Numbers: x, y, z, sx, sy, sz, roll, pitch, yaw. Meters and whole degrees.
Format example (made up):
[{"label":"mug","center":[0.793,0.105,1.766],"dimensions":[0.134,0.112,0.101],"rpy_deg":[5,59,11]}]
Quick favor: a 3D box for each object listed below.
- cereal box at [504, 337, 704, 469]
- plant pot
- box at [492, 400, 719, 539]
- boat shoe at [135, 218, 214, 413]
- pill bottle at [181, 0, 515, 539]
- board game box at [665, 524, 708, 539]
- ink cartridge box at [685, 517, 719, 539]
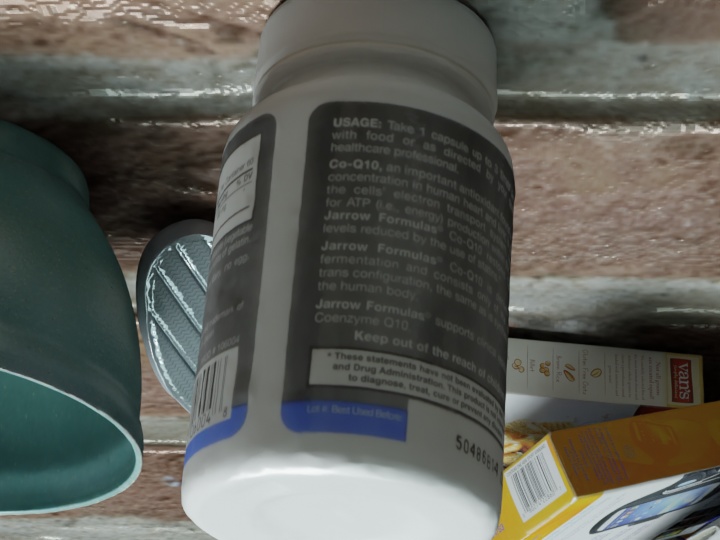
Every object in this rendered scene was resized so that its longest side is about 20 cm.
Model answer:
[{"label":"cereal box","center":[0.078,0.081,0.967],"dimensions":[0.199,0.040,0.144],"rpy_deg":[6,154,-4]},{"label":"plant pot","center":[-0.188,0.013,0.766],"dimensions":[0.199,0.135,0.200],"rpy_deg":[4,153,2]},{"label":"box","center":[0.149,0.113,0.914],"dimensions":[0.199,0.042,0.119],"rpy_deg":[-8,154,-36]},{"label":"boat shoe","center":[-0.065,0.046,0.883],"dimensions":[0.073,0.067,0.200],"rpy_deg":[-24,126,-3]},{"label":"pill bottle","center":[0.000,0.000,0.640],"dimensions":[0.113,0.201,0.114],"rpy_deg":[4,153,2]},{"label":"board game box","center":[0.198,0.171,1.029],"dimensions":[0.199,0.096,0.030],"rpy_deg":[0,118,-30]},{"label":"ink cartridge box","center":[0.265,0.171,0.909],"dimensions":[0.200,0.146,0.145],"rpy_deg":[-26,165,-25]}]
